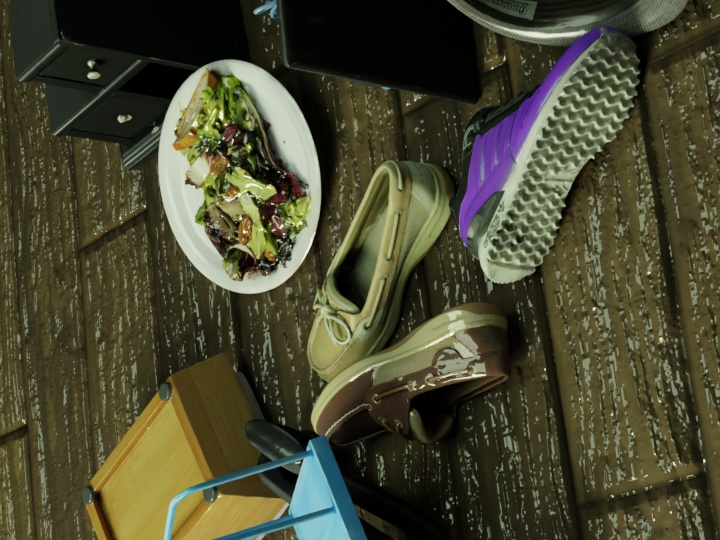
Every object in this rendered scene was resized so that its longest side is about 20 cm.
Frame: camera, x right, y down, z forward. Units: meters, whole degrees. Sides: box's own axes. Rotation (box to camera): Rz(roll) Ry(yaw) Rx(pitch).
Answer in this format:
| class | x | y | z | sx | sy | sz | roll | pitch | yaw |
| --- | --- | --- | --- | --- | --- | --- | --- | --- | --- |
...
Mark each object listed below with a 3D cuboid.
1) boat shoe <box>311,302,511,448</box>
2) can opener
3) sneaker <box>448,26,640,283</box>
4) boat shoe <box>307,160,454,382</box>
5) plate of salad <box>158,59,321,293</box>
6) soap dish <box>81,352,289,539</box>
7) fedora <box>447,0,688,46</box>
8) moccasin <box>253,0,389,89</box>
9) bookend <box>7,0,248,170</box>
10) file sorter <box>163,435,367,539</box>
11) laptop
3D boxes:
| class | x | y | z | sx | sy | sz | roll | pitch | yaw |
| --- | --- | --- | --- | --- | --- | --- | --- | --- | --- |
| boat shoe | 0.039 | 0.097 | 1.428 | 0.200 | 0.072 | 0.072 | -34 | 59 | 35 |
| can opener | -0.014 | 0.181 | 1.486 | 0.200 | 0.079 | 0.064 | 32 | 101 | 38 |
| sneaker | 0.117 | -0.098 | 1.359 | 0.100 | 0.069 | 0.200 | 52 | 123 | 43 |
| boat shoe | 0.002 | 0.001 | 1.488 | 0.201 | 0.063 | 0.073 | -59 | 45 | 26 |
| plate of salad | -0.112 | -0.078 | 1.621 | 0.200 | 0.048 | 0.201 | 9 | 104 | 41 |
| soap dish | -0.153 | 0.192 | 1.633 | 0.200 | 0.081 | 0.158 | -51 | 49 | 31 |
| fedora | 0.139 | -0.241 | 1.313 | 0.200 | 0.177 | 0.090 | -12 | 45 | 41 |
| moccasin | -0.034 | -0.218 | 1.557 | 0.200 | 0.068 | 0.081 | 41 | 116 | 45 |
| bookend | -0.238 | -0.183 | 1.696 | 0.199 | 0.200 | 0.092 | -31 | 61 | 43 |
| file sorter | -0.053 | 0.249 | 1.371 | 0.139 | 0.122 | 0.200 | 107 | 144 | -59 |
| laptop | -0.024 | -0.216 | 1.454 | 0.116 | 0.187 | 0.201 | -23 | 68 | 47 |
